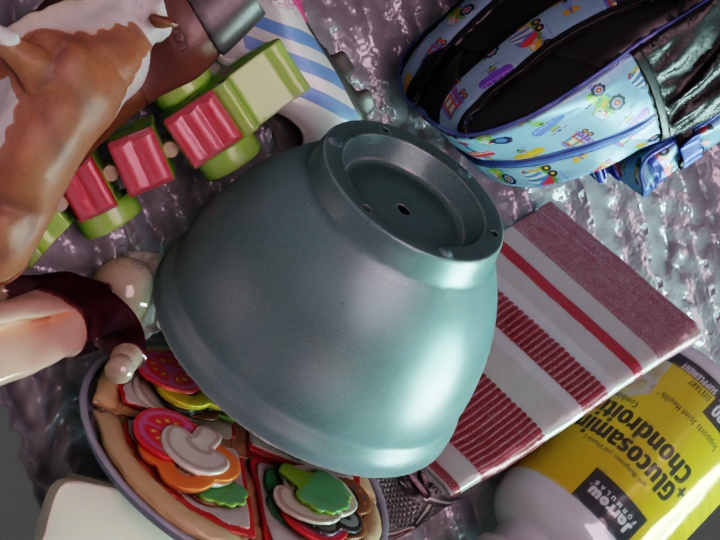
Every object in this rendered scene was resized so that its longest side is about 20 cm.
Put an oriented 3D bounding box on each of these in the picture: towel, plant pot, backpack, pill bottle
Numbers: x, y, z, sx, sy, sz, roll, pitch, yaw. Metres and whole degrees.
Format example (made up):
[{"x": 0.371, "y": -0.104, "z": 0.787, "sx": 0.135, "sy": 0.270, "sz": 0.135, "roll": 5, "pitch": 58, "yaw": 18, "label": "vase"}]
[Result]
[{"x": 0.091, "y": 0.048, "z": 1.490, "sx": 0.200, "sy": 0.144, "sz": 0.023, "roll": -31, "pitch": 143, "yaw": -22, "label": "towel"}, {"x": 0.000, "y": 0.000, "z": 1.376, "sx": 0.200, "sy": 0.201, "sz": 0.134, "roll": 18, "pitch": 124, "yaw": -26, "label": "plant pot"}, {"x": 0.134, "y": -0.123, "z": 1.479, "sx": 0.200, "sy": 0.183, "sz": 0.135, "roll": -35, "pitch": 125, "yaw": -7, "label": "backpack"}, {"x": 0.157, "y": 0.144, "z": 1.533, "sx": 0.200, "sy": 0.112, "sz": 0.112, "roll": -44, "pitch": 110, "yaw": -19, "label": "pill bottle"}]

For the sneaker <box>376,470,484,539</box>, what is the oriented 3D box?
[{"x": 0.063, "y": 0.099, "z": 1.504, "sx": 0.200, "sy": 0.075, "sz": 0.081, "roll": -40, "pitch": 108, "yaw": -19, "label": "sneaker"}]

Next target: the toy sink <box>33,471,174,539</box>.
[{"x": -0.124, "y": 0.192, "z": 1.393, "sx": 0.200, "sy": 0.112, "sz": 0.131, "roll": 14, "pitch": 86, "yaw": -32, "label": "toy sink"}]

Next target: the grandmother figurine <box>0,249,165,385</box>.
[{"x": -0.171, "y": 0.029, "z": 1.352, "sx": 0.200, "sy": 0.121, "sz": 0.061, "roll": -24, "pitch": 144, "yaw": -55, "label": "grandmother figurine"}]

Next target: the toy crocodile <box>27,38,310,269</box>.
[{"x": -0.122, "y": -0.069, "z": 1.392, "sx": 0.200, "sy": 0.062, "sz": 0.068, "roll": -28, "pitch": 106, "yaw": 1, "label": "toy crocodile"}]

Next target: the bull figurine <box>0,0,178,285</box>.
[{"x": -0.183, "y": -0.087, "z": 1.288, "sx": 0.121, "sy": 0.065, "sz": 0.200, "roll": 23, "pitch": 96, "yaw": -30, "label": "bull figurine"}]

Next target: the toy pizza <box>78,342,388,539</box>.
[{"x": -0.068, "y": 0.102, "z": 1.382, "sx": 0.200, "sy": 0.200, "sz": 0.032, "roll": 18, "pitch": 119, "yaw": -26, "label": "toy pizza"}]

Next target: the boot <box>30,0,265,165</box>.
[{"x": -0.183, "y": -0.148, "z": 1.375, "sx": 0.200, "sy": 0.068, "sz": 0.188, "roll": -39, "pitch": 84, "yaw": 0, "label": "boot"}]

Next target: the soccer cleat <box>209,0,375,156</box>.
[{"x": -0.071, "y": -0.143, "z": 1.429, "sx": 0.086, "sy": 0.070, "sz": 0.200, "roll": -38, "pitch": 106, "yaw": -13, "label": "soccer cleat"}]
